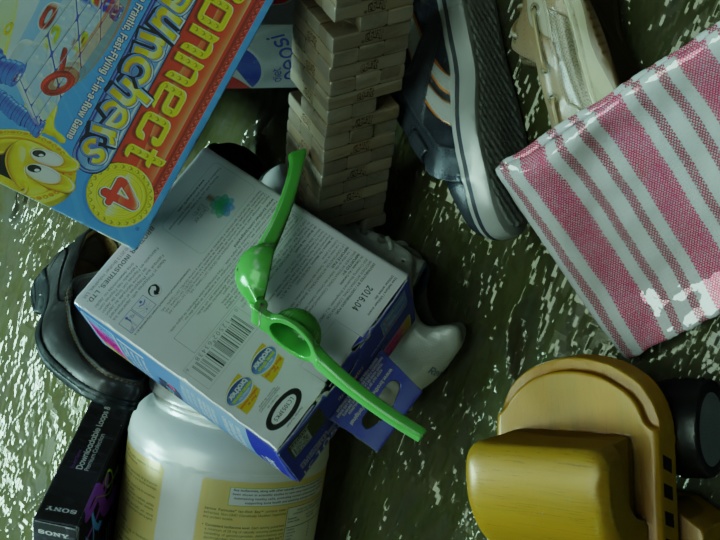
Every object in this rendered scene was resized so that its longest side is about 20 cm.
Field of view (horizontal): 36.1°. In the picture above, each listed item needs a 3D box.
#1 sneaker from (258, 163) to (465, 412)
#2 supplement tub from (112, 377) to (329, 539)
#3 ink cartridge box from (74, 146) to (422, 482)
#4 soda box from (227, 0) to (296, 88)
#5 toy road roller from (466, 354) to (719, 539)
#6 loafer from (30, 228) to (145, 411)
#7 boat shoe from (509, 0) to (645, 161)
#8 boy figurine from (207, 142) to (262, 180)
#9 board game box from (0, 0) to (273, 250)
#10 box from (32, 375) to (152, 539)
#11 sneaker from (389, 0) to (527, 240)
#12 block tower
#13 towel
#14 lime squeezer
[{"bbox_3d":[0.000,0.000,0.774,0.087,0.074,0.200,-41,75,17],"label":"sneaker"},{"bbox_3d":[-0.101,0.166,0.795,0.145,0.145,0.201,16,100,34],"label":"supplement tub"},{"bbox_3d":[-0.058,0.035,0.694,0.200,0.076,0.137,32,73,20],"label":"ink cartridge box"},{"bbox_3d":[-0.097,-0.161,0.713,0.064,0.199,0.069,110,152,-57],"label":"soda box"},{"bbox_3d":[0.128,0.149,0.628,0.122,0.146,0.201,-2,90,36],"label":"toy road roller"},{"bbox_3d":[-0.193,0.029,0.802,0.072,0.073,0.200,-57,37,11],"label":"loafer"},{"bbox_3d":[0.121,-0.146,0.671,0.064,0.071,0.201,-21,81,34],"label":"boat shoe"},{"bbox_3d":[-0.142,-0.010,0.871,0.200,0.064,0.125,-47,68,24],"label":"boy figurine"},{"bbox_3d":[-0.168,-0.144,0.620,0.201,0.195,0.056,-59,19,11],"label":"board game box"},{"bbox_3d":[-0.191,0.165,0.817,0.036,0.200,0.144,9,123,0],"label":"box"},{"bbox_3d":[0.056,-0.108,0.717,0.079,0.078,0.201,-18,70,30],"label":"sneaker"},{"bbox_3d":[-0.010,-0.111,0.687,0.054,0.058,0.201,54,152,38],"label":"block tower"},{"bbox_3d":[0.189,-0.045,0.612,0.200,0.030,0.147,-31,100,32],"label":"towel"},{"bbox_3d":[-0.032,0.020,0.646,0.038,0.070,0.201,-54,52,47],"label":"lime squeezer"}]
